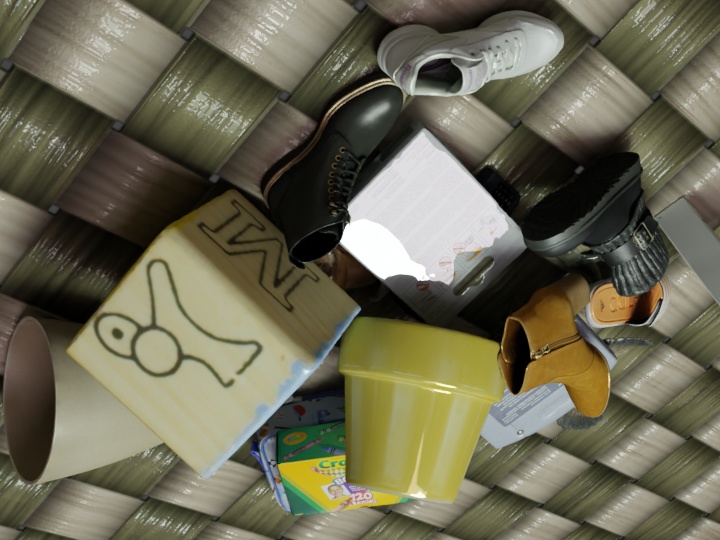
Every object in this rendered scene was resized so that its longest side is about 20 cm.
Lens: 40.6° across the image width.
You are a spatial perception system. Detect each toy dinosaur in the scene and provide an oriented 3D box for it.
[{"bbox_3d":[0.298,-0.028,1.269,0.088,0.048,0.200,-38,135,19],"label":"toy dinosaur"}]

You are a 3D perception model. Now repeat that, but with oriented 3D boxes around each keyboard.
[{"bbox_3d":[0.114,-0.027,1.171,0.104,0.040,0.200,33,96,-38],"label":"keyboard"}]

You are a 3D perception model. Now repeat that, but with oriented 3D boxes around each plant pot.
[{"bbox_3d":[0.061,0.165,1.135,0.201,0.201,0.189,17,79,-30],"label":"plant pot"},{"bbox_3d":[-0.292,0.147,1.145,0.200,0.187,0.187,2,130,-36],"label":"plant pot"}]

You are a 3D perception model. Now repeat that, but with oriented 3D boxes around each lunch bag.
[{"bbox_3d":[-0.067,0.252,1.366,0.160,0.076,0.200,-12,131,-1],"label":"lunch bag"}]

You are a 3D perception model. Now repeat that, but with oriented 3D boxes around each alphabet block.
[{"bbox_3d":[-0.150,0.061,1.039,0.200,0.196,0.195,44,110,-2],"label":"alphabet block"}]

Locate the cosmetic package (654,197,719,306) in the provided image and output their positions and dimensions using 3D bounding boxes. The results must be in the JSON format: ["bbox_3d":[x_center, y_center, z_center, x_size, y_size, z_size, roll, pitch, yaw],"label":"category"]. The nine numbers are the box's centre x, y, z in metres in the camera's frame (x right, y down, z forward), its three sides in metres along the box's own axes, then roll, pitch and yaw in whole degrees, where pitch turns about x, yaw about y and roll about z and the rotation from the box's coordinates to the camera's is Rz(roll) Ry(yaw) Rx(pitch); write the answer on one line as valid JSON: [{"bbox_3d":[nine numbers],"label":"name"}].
[{"bbox_3d":[0.453,-0.001,1.234,0.051,0.200,0.083,-39,131,17],"label":"cosmetic package"}]

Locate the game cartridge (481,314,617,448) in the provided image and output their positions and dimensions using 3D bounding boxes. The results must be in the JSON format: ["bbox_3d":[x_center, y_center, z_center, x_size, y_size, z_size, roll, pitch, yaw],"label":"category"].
[{"bbox_3d":[0.219,0.139,1.242,0.200,0.041,0.133,-39,114,15],"label":"game cartridge"}]

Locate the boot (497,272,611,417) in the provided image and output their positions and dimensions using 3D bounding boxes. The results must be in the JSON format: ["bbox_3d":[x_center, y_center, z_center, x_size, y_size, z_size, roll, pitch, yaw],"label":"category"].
[{"bbox_3d":[0.220,0.113,1.127,0.144,0.071,0.201,-32,119,-37],"label":"boot"}]

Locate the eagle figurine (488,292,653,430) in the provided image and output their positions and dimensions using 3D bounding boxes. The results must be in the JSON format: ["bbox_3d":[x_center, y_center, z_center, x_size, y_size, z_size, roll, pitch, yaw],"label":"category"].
[{"bbox_3d":[0.274,0.116,1.314,0.151,0.200,0.152,-57,173,-17],"label":"eagle figurine"}]

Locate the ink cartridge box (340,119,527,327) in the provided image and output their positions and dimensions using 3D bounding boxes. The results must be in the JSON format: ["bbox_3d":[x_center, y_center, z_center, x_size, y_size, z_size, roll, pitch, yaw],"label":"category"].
[{"bbox_3d":[0.076,-0.049,1.122,0.162,0.050,0.200,-45,116,7],"label":"ink cartridge box"}]

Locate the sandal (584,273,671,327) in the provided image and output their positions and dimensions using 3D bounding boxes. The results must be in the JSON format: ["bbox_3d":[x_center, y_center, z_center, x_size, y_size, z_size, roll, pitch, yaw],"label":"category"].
[{"bbox_3d":[0.365,0.041,1.275,0.207,0.059,0.079,-13,102,-47],"label":"sandal"}]

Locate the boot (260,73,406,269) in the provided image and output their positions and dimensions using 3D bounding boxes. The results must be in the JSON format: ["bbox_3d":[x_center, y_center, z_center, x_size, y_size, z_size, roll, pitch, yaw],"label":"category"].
[{"bbox_3d":[-0.014,-0.101,1.034,0.077,0.138,0.200,30,114,-35],"label":"boot"}]

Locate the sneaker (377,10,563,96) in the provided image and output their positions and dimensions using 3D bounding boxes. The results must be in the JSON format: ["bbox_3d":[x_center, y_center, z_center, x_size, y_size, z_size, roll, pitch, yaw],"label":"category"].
[{"bbox_3d":[0.123,-0.213,1.009,0.200,0.100,0.075,-11,130,-11],"label":"sneaker"}]

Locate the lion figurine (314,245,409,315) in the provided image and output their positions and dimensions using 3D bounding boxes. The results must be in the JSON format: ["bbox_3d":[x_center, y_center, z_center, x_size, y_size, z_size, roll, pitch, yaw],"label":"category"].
[{"bbox_3d":[0.000,0.000,1.184,0.200,0.072,0.123,-11,126,-28],"label":"lion figurine"}]

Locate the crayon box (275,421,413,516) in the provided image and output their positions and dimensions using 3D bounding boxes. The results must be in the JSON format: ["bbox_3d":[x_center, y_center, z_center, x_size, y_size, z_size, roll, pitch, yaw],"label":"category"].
[{"bbox_3d":[-0.004,0.256,1.286,0.200,0.058,0.119,-8,131,2],"label":"crayon box"}]

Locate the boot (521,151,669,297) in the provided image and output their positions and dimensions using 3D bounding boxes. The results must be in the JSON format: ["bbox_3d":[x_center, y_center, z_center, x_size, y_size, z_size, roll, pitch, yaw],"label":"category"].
[{"bbox_3d":[0.289,-0.030,1.162,0.211,0.079,0.158,-34,117,-29],"label":"boot"}]
